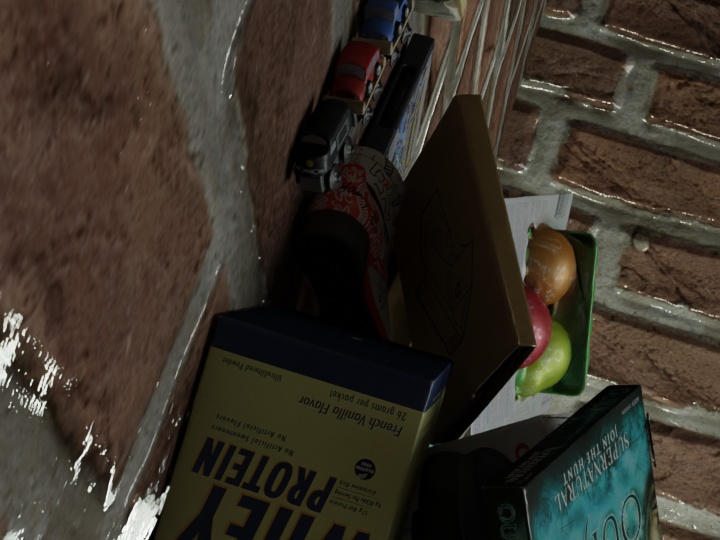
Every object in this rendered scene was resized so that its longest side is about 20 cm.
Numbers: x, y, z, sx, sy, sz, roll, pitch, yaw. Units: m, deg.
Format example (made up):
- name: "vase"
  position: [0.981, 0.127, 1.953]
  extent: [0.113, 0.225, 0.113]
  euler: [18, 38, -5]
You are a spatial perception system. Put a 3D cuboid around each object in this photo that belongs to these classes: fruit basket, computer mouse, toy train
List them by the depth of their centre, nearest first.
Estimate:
- name: "computer mouse"
  position: [0.093, 0.185, 1.001]
  extent: [0.059, 0.034, 0.200]
  euler: [-76, 156, -47]
- name: "toy train"
  position: [-0.004, -0.129, 1.105]
  extent: [0.046, 0.034, 0.200]
  euler: [83, 22, -43]
- name: "fruit basket"
  position: [0.121, 0.033, 1.277]
  extent: [0.200, 0.094, 0.186]
  euler: [-8, 104, -60]

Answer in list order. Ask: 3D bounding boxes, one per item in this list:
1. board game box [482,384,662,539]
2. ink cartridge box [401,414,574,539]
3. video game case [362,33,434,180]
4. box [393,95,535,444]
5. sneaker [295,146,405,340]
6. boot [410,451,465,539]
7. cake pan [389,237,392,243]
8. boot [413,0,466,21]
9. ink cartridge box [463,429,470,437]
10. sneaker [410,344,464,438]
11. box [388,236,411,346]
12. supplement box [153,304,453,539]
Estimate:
- name: "board game box"
  position: [0.136, 0.162, 0.995]
  extent: [0.200, 0.028, 0.135]
  euler: [-26, 109, -58]
- name: "ink cartridge box"
  position: [0.085, 0.193, 1.144]
  extent: [0.083, 0.200, 0.146]
  euler: [6, 69, -50]
- name: "video game case"
  position: [0.020, -0.080, 1.457]
  extent: [0.200, 0.025, 0.181]
  euler: [101, 9, -46]
- name: "box"
  position: [0.068, 0.001, 1.171]
  extent: [0.164, 0.021, 0.200]
  euler: [121, -35, -56]
- name: "sneaker"
  position: [0.001, 0.000, 1.229]
  extent: [0.202, 0.067, 0.108]
  euler: [82, 24, -49]
- name: "boot"
  position: [0.042, 0.199, 0.979]
  extent: [0.165, 0.066, 0.200]
  euler: [89, 18, -59]
- name: "cake pan"
  position: [0.007, 0.044, 1.431]
  extent: [0.200, 0.037, 0.200]
  euler: [-56, 162, -28]
- name: "boot"
  position: [0.073, -0.274, 1.190]
  extent: [0.200, 0.073, 0.156]
  euler: [39, 69, -85]
- name: "ink cartridge box"
  position: [0.088, 0.182, 1.521]
  extent: [0.147, 0.083, 0.200]
  euler: [-68, -161, -3]
- name: "sneaker"
  position: [0.067, 0.058, 1.378]
  extent: [0.080, 0.077, 0.200]
  euler: [-18, 121, -61]
- name: "box"
  position: [0.032, 0.039, 1.386]
  extent: [0.164, 0.021, 0.200]
  euler: [-64, 164, -2]
- name: "supplement box"
  position: [-0.037, 0.138, 1.040]
  extent: [0.200, 0.134, 0.200]
  euler: [-5, 111, -83]
